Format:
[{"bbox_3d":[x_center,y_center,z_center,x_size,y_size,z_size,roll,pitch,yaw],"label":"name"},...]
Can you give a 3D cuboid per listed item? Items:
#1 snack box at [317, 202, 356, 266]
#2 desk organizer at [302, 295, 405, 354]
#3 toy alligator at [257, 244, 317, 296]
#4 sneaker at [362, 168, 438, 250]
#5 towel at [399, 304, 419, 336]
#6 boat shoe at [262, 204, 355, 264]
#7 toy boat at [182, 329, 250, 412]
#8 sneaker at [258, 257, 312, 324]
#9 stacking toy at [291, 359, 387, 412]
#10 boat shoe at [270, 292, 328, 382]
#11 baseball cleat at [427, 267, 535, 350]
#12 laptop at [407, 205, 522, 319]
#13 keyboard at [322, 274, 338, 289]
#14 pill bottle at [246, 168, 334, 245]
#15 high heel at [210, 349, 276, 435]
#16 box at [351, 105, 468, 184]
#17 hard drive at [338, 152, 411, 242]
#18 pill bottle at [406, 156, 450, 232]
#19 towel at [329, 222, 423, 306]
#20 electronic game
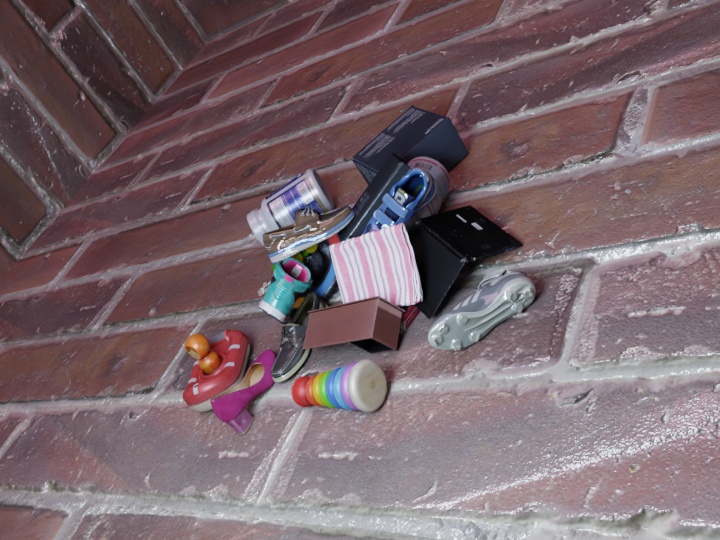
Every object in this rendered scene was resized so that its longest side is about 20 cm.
[{"bbox_3d":[-0.042,-0.080,1.869,0.197,0.053,0.144,-14,37,35],"label":"snack box"},{"bbox_3d":[-0.017,0.110,1.551,0.198,0.071,0.079,-14,57,46],"label":"desk organizer"},{"bbox_3d":[-0.154,-0.033,1.756,0.200,0.055,0.059,-43,24,-8],"label":"toy alligator"},{"bbox_3d":[0.067,-0.113,1.587,0.073,0.082,0.201,36,86,16],"label":"sneaker"},{"bbox_3d":[0.081,0.038,1.607,0.143,0.023,0.201,6,51,52],"label":"towel"},{"bbox_3d":[-0.106,-0.088,1.689,0.197,0.073,0.072,-29,13,1],"label":"boat shoe"},{"bbox_3d":[-0.309,0.184,1.709,0.129,0.132,0.202,-24,32,21],"label":"toy boat"},{"bbox_3d":[-0.152,0.037,1.697,0.122,0.083,0.200,-58,4,-4],"label":"sneaker"},{"bbox_3d":[-0.047,0.205,1.464,0.198,0.086,0.086,-12,37,46],"label":"stacking toy"},{"bbox_3d":[-0.129,0.129,1.658,0.072,0.065,0.202,-11,38,40],"label":"boat shoe"},{"bbox_3d":[0.198,0.064,1.413,0.197,0.071,0.107,-25,24,2],"label":"baseball cleat"},{"bbox_3d":[0.169,-0.021,1.566,0.196,0.105,0.177,-16,35,-23],"label":"laptop"},{"bbox_3d":[0.000,0.000,1.757,0.197,0.011,0.057,-21,33,27],"label":"keyboard"},{"bbox_3d":[-0.170,-0.148,2.039,0.198,0.116,0.116,-31,30,9],"label":"pill bottle"},{"bbox_3d":[-0.220,0.208,1.614,0.066,0.097,0.202,-18,35,28],"label":"high heel"},{"bbox_3d":[0.109,-0.260,1.908,0.199,0.105,0.182,-41,29,-6],"label":"box"},{"bbox_3d":[0.026,-0.144,1.712,0.201,0.033,0.140,-54,13,9],"label":"hard drive"},{"bbox_3d":[0.107,-0.133,1.718,0.107,0.110,0.201,-11,35,37],"label":"pill bottle"},{"bbox_3d":[0.024,0.004,1.560,0.198,0.150,0.030,-15,0,42],"label":"towel"},{"bbox_3d":[-0.110,-0.008,1.795,0.197,0.041,0.204,-20,56,33],"label":"electronic game"}]
